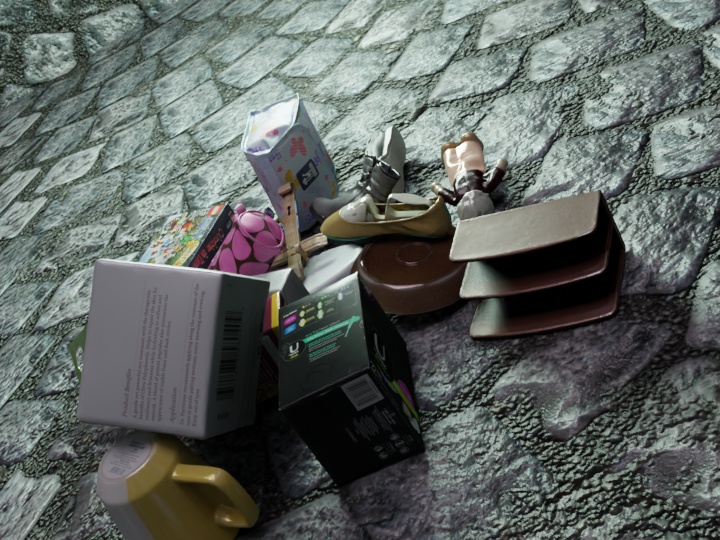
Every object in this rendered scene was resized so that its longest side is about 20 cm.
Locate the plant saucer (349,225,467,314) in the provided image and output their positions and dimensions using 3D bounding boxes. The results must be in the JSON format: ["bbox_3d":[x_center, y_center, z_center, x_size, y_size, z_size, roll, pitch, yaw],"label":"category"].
[{"bbox_3d":[0.078,-0.013,1.487,0.200,0.035,0.200,-10,35,7],"label":"plant saucer"}]

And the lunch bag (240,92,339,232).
[{"bbox_3d":[-0.118,-0.180,1.812,0.127,0.170,0.200,-18,30,16],"label":"lunch bag"}]

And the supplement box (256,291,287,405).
[{"bbox_3d":[-0.174,0.130,1.480,0.200,0.110,0.086,-24,32,12],"label":"supplement box"}]

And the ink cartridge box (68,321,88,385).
[{"bbox_3d":[-0.381,0.102,1.685,0.200,0.059,0.104,-47,53,26],"label":"ink cartridge box"}]

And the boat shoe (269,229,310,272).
[{"bbox_3d":[-0.180,-0.017,1.724,0.200,0.060,0.074,-15,35,25],"label":"boat shoe"}]

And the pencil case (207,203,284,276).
[{"bbox_3d":[-0.193,-0.006,1.621,0.200,0.094,0.091,-53,-2,34],"label":"pencil case"}]

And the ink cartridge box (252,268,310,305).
[{"bbox_3d":[-0.161,0.066,1.560,0.200,0.109,0.050,-11,37,31],"label":"ink cartridge box"}]

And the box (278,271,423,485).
[{"bbox_3d":[-0.016,0.129,1.306,0.124,0.149,0.200,-26,31,11],"label":"box"}]

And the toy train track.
[{"bbox_3d":[-0.112,-0.067,1.642,0.114,0.033,0.200,-24,47,18],"label":"toy train track"}]

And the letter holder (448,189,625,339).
[{"bbox_3d":[0.219,-0.001,1.335,0.200,0.101,0.142,-12,38,29],"label":"letter holder"}]

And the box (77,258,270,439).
[{"bbox_3d":[-0.229,0.096,1.326,0.171,0.200,0.200,5,-2,12],"label":"box"}]

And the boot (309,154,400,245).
[{"bbox_3d":[-0.003,-0.121,1.663,0.200,0.070,0.132,31,103,55],"label":"boot"}]

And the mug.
[{"bbox_3d":[-0.228,0.267,1.294,0.186,0.153,0.150,-27,31,7],"label":"mug"}]

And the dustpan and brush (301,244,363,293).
[{"bbox_3d":[0.000,0.000,1.579,0.200,0.057,0.140,-22,22,27],"label":"dustpan and brush"}]

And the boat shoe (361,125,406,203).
[{"bbox_3d":[0.033,-0.170,1.758,0.060,0.074,0.200,-23,35,24],"label":"boat shoe"}]

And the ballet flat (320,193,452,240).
[{"bbox_3d":[0.033,-0.083,1.517,0.199,0.063,0.069,-1,36,18],"label":"ballet flat"}]

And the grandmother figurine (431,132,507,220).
[{"bbox_3d":[0.168,-0.134,1.596,0.121,0.061,0.200,-30,33,22],"label":"grandmother figurine"}]

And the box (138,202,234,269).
[{"bbox_3d":[-0.306,-0.028,1.781,0.136,0.038,0.200,-11,36,32],"label":"box"}]
